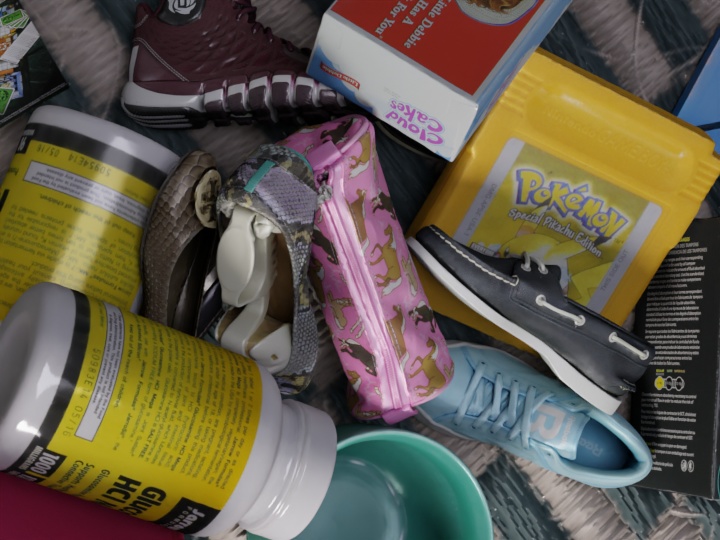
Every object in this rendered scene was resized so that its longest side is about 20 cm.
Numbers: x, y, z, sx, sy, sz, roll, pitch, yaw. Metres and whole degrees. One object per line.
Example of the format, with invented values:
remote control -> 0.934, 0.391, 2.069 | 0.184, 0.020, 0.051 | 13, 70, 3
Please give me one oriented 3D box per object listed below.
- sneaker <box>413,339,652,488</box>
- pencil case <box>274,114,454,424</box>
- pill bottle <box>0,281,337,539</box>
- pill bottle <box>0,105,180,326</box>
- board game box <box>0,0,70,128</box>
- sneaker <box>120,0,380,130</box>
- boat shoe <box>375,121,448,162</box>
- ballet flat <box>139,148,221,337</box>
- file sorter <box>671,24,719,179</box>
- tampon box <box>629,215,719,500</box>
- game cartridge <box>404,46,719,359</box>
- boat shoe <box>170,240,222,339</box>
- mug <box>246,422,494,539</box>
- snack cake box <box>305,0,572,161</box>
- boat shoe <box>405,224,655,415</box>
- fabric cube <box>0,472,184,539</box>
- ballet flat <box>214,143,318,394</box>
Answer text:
sneaker -> 0.123, 0.100, 1.274 | 0.200, 0.082, 0.074 | 20, 81, -19
pencil case -> 0.000, 0.000, 1.177 | 0.087, 0.083, 0.200 | -38, 118, -38
pill bottle -> -0.120, 0.091, 1.059 | 0.200, 0.112, 0.113 | 23, 81, -23
pill bottle -> -0.193, 0.006, 1.144 | 0.114, 0.114, 0.200 | 24, 81, -18
board game box -> -0.294, -0.108, 1.122 | 0.200, 0.023, 0.105 | -31, 123, -8
sneaker -> -0.061, -0.158, 1.198 | 0.200, 0.076, 0.116 | -1, 81, 0
boat shoe -> 0.107, -0.106, 1.285 | 0.201, 0.063, 0.074 | 13, 86, -18
ballet flat -> -0.115, 0.023, 1.128 | 0.046, 0.067, 0.200 | 20, 102, 24
file sorter -> 0.361, -0.109, 1.345 | 0.200, 0.123, 0.139 | 33, 79, -17
tampon box -> 0.292, 0.066, 1.314 | 0.150, 0.126, 0.200 | 5, 86, -20
game cartridge -> 0.139, -0.039, 1.263 | 0.176, 0.032, 0.200 | 23, 111, -18
boat shoe -> -0.060, -0.011, 1.216 | 0.063, 0.073, 0.200 | 43, 71, -11
mug -> -0.006, 0.165, 1.209 | 0.152, 0.114, 0.185 | -21, 95, -19
snack cake box -> 0.068, -0.180, 1.167 | 0.115, 0.067, 0.200 | 33, 58, 7
boat shoe -> 0.119, 0.021, 1.236 | 0.200, 0.076, 0.060 | 37, 96, -24
fabric cube -> -0.227, 0.228, 1.047 | 0.200, 0.196, 0.199 | 20, 111, -19
ballet flat -> -0.066, 0.014, 1.127 | 0.072, 0.072, 0.200 | -15, 133, -20
